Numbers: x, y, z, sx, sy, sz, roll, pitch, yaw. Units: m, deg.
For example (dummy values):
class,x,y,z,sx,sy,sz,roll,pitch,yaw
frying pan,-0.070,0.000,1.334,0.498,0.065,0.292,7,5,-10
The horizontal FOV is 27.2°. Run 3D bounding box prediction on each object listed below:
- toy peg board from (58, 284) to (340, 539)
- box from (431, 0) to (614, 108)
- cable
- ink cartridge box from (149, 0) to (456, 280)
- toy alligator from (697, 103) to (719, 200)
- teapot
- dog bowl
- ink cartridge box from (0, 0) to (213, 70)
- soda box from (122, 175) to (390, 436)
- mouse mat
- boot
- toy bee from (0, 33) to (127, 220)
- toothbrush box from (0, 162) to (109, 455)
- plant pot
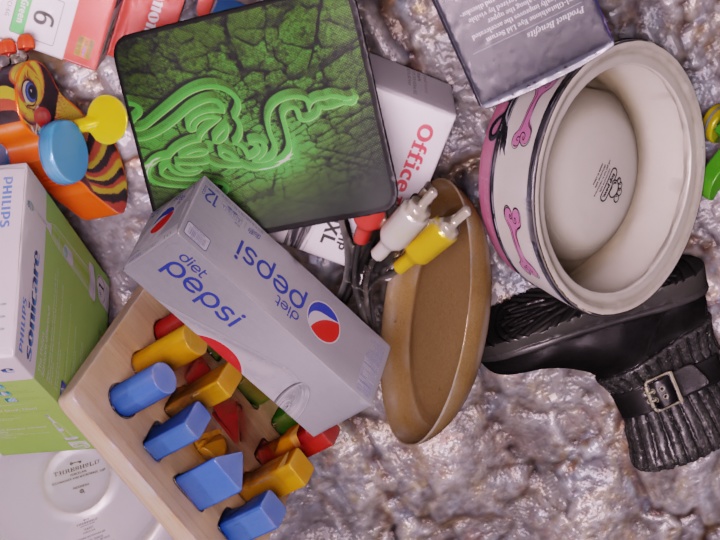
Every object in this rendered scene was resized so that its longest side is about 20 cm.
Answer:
class,x,y,z,sx,sy,sz,roll,pitch,yaw
toy peg board,-0.096,0.097,1.131,0.097,0.200,0.201,-29,109,31
box,0.087,-0.238,1.046,0.103,0.148,0.202,-24,110,9
cable,0.000,0.000,1.095,0.096,0.050,0.201,30,123,-1
ink cartridge box,-0.042,-0.099,1.129,0.197,0.084,0.146,19,111,-7
toy alligator,0.316,-0.144,1.131,0.054,0.059,0.202,3,116,-46
teapot,-0.206,0.188,1.209,0.198,0.146,0.199,22,71,18
dog bowl,0.168,-0.071,1.098,0.198,0.073,0.203,-11,106,-41
ink cartridge box,-0.211,-0.214,1.107,0.197,0.050,0.110,20,109,-6
soda box,-0.072,0.029,1.079,0.068,0.064,0.200,-29,118,37
mouse mat,-0.077,-0.106,1.057,0.197,0.008,0.163,-9,100,25
boot,0.200,0.090,1.201,0.208,0.080,0.160,-14,110,5
toy bee,-0.234,-0.114,1.097,0.129,0.200,0.110,-1,75,5
toothbrush box,-0.254,0.035,1.095,0.085,0.148,0.201,-4,156,5
plant pot,0.058,0.032,1.121,0.027,0.200,0.203,8,111,-15
